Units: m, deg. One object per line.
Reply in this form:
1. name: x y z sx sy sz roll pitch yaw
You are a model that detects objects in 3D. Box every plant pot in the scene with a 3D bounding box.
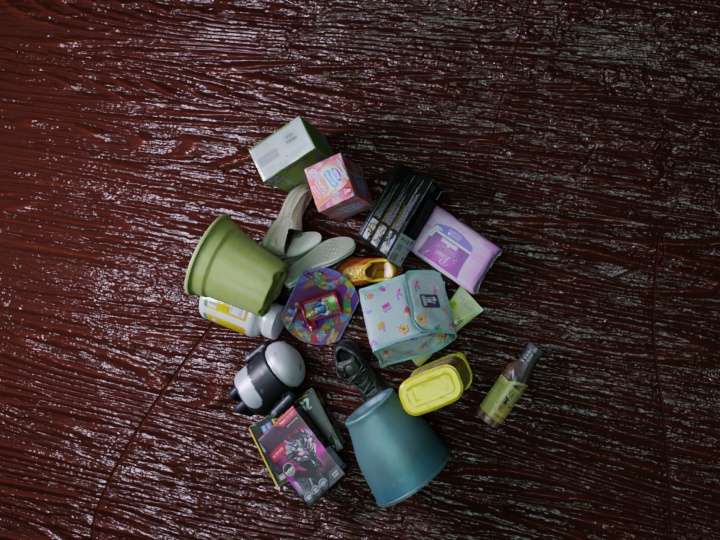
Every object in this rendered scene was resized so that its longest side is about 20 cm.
1. plant pot: -0.270 0.005 1.565 0.180 0.200 0.205 26 95 5
2. plant pot: 0.069 0.375 1.512 0.197 0.200 0.191 -33 89 11

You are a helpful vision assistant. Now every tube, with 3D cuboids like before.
1. tube: 0.187 0.133 1.582 0.200 0.052 0.058 -45 113 5

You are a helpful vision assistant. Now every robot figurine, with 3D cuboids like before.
1. robot figurine: -0.221 0.263 1.646 0.199 0.125 0.151 -41 97 10

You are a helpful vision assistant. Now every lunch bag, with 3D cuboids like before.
1. lunch bag: 0.110 0.101 1.545 0.195 0.123 0.174 -18 55 9

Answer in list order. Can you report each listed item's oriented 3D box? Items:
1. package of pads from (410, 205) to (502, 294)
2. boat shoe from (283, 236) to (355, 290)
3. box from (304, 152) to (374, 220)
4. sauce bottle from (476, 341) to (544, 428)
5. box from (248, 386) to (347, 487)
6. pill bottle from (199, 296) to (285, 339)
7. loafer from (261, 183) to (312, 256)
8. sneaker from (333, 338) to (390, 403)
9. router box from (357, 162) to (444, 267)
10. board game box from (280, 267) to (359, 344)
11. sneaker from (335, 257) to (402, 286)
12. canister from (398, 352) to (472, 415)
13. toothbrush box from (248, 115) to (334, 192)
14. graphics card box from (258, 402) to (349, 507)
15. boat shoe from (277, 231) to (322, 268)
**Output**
1. package of pads: 0.212 -0.049 1.565 0.198 0.076 0.122 35 95 13
2. boat shoe: -0.093 -0.012 1.631 0.197 0.062 0.076 -33 44 8
3. box: -0.044 -0.187 1.572 0.092 0.200 0.106 -20 83 13
4. sauce bottle: 0.336 0.254 1.528 0.065 0.066 0.203 34 98 13
5. box: -0.152 0.401 1.661 0.197 0.049 0.163 -31 79 12
6. pill bottle: -0.283 0.094 1.671 0.195 0.113 0.116 19 93 14
7. loafer: -0.164 -0.115 1.649 0.067 0.076 0.203 26 76 14
8. sneaker: 0.002 0.253 1.593 0.075 0.114 0.202 -36 82 12
9. router box: 0.090 -0.130 1.572 0.203 0.050 0.149 -59 37 7
10. board game box: -0.095 0.096 1.612 0.155 0.039 0.203 24 112 -10
11. sneaker: 0.000 0.000 1.616 0.195 0.077 0.075 -11 86 24
12. canister: 0.167 0.248 1.503 0.145 0.200 0.089 -24 83 12
13. toothbrush box: -0.151 -0.264 1.603 0.143 0.200 0.088 -30 80 12
14. graphics card box: -0.133 0.430 1.606 0.125 0.051 0.201 -42 81 10
15. boat shoe: -0.178 -0.030 1.675 0.197 0.061 0.073 -24 38 6
